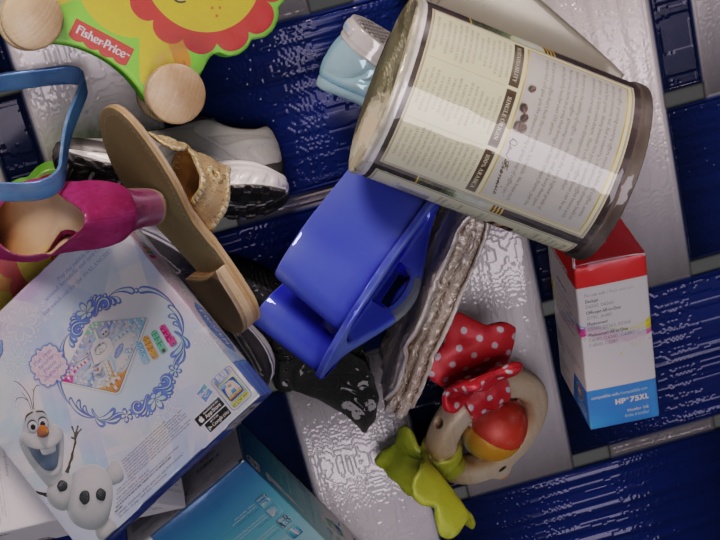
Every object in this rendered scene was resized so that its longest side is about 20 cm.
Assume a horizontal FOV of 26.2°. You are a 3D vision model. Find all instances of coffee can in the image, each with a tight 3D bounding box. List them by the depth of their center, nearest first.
[{"bbox_3d":[0.108,-0.111,1.208,0.198,0.147,0.147,20,109,-9],"label":"coffee can"}]

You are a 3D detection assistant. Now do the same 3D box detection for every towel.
[{"bbox_3d":[0.061,0.019,1.343,0.034,0.133,0.202,20,107,-8],"label":"towel"}]

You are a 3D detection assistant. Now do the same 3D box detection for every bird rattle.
[{"bbox_3d":[0.104,0.134,1.420,0.162,0.112,0.202,5,112,-44],"label":"bird rattle"}]

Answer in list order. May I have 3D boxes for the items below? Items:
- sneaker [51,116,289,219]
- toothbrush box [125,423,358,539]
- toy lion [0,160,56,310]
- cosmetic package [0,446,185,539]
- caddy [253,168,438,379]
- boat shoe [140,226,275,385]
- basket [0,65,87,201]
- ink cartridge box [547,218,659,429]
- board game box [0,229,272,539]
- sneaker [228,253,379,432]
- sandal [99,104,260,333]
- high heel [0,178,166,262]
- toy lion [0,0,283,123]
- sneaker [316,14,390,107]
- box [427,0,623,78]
[{"bbox_3d":[-0.159,-0.092,1.297,0.198,0.080,0.074,3,154,-18],"label":"sneaker"},{"bbox_3d":[-0.101,0.264,1.446,0.146,0.085,0.200,-40,111,8],"label":"toothbrush box"},{"bbox_3d":[-0.255,0.014,1.339,0.191,0.069,0.201,-34,113,-2],"label":"toy lion"},{"bbox_3d":[-0.265,0.187,1.348,0.198,0.113,0.082,-13,76,12],"label":"cosmetic package"},{"bbox_3d":[0.000,0.000,1.288,0.105,0.200,0.142,33,138,3],"label":"caddy"},{"bbox_3d":[-0.150,0.038,1.305,0.070,0.066,0.200,-37,107,13],"label":"boat shoe"},{"bbox_3d":[-0.322,-0.107,1.220,0.198,0.177,0.140,-6,124,5],"label":"basket"},{"bbox_3d":[0.212,0.023,1.374,0.067,0.116,0.202,-10,114,-3],"label":"ink cartridge box"},{"bbox_3d":[-0.207,0.090,1.257,0.200,0.043,0.199,-42,81,9],"label":"board game box"},{"bbox_3d":[-0.063,0.064,1.382,0.198,0.060,0.105,20,108,-16],"label":"sneaker"},{"bbox_3d":[-0.128,-0.056,1.237,0.070,0.077,0.213,-41,112,-30],"label":"sandal"},{"bbox_3d":[-0.254,-0.040,1.198,0.198,0.096,0.068,-11,91,29],"label":"high heel"},{"bbox_3d":[-0.162,-0.229,1.225,0.199,0.069,0.193,26,89,-17],"label":"toy lion"},{"bbox_3d":[0.050,-0.131,1.318,0.199,0.074,0.082,36,112,-11],"label":"sneaker"},{"bbox_3d":[0.120,-0.206,1.286,0.199,0.082,0.068,37,103,-19],"label":"box"}]
